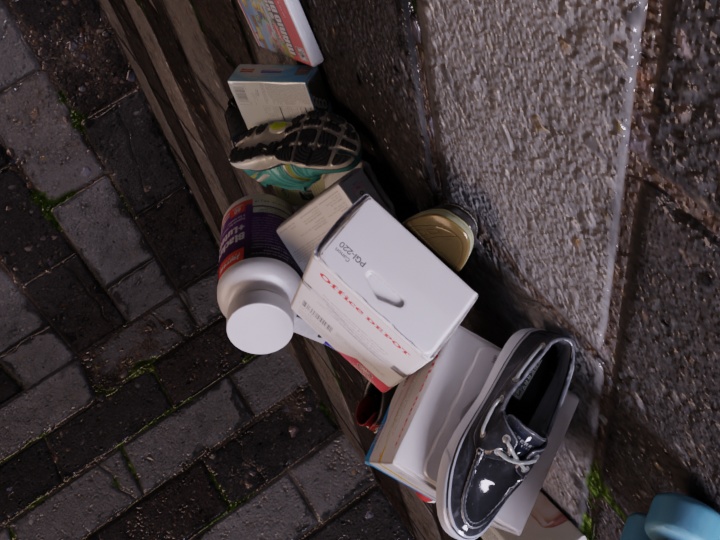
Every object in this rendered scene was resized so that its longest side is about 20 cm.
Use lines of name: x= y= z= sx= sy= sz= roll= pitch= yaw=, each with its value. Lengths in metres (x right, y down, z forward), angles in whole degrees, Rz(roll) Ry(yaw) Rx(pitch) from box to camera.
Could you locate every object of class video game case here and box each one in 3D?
video game case: x=-0.112 y=-0.319 z=1.010 sx=0.200 sy=0.017 sz=0.145 roll=40 pitch=159 yaw=58

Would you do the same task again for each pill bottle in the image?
pill bottle: x=-0.126 y=0.005 z=1.097 sx=0.202 sy=0.109 sz=0.113 roll=-97 pitch=-12 yaw=-49

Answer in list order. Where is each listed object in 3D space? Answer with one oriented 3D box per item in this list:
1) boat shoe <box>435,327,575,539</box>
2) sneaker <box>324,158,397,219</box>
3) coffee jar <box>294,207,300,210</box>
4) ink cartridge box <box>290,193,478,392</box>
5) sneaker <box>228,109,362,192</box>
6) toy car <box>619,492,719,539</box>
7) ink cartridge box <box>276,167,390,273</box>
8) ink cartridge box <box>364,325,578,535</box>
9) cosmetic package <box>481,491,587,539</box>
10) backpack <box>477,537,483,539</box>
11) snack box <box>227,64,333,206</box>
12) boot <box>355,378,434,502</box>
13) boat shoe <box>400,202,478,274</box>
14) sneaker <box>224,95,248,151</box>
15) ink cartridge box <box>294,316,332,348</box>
boat shoe: x=0.133 y=0.146 z=0.762 sx=0.071 sy=0.203 sz=0.068 roll=33 pitch=169 yaw=-17
sneaker: x=0.024 y=-0.040 z=1.038 sx=0.088 sy=0.075 sz=0.203 roll=3 pitch=124 yaw=61
coffee jar: x=-0.069 y=-0.030 z=1.390 sx=0.203 sy=0.085 sz=0.104 roll=60 pitch=157 yaw=-6
ink cartridge box: x=0.015 y=0.030 z=0.859 sx=0.145 sy=0.085 sz=0.200 roll=41 pitch=162 yaw=2
sneaker: x=-0.068 y=-0.135 z=1.024 sx=0.197 sy=0.079 sz=0.080 roll=4 pitch=150 yaw=43
toy car: x=0.288 y=0.315 z=0.686 sx=0.196 sy=0.187 sz=0.178 roll=24 pitch=158 yaw=13
ink cartridge box: x=0.000 y=0.000 z=1.018 sx=0.202 sy=0.057 sz=0.162 roll=54 pitch=144 yaw=-6
ink cartridge box: x=0.107 y=0.167 z=0.898 sx=0.142 sy=0.150 sz=0.200 roll=28 pitch=167 yaw=-1
cosmetic package: x=0.214 y=0.341 z=1.143 sx=0.200 sy=0.086 sz=0.105 roll=44 pitch=161 yaw=54
backpack: x=0.225 y=0.469 z=1.223 sx=0.153 sy=0.177 sz=0.200 roll=43 pitch=172 yaw=-18
snack box: x=-0.078 y=-0.162 z=1.081 sx=0.114 sy=0.037 sz=0.202 roll=8 pitch=139 yaw=28
boot: x=0.051 y=0.205 z=1.060 sx=0.072 sy=0.142 sz=0.205 roll=26 pitch=121 yaw=50
boat shoe: x=0.071 y=-0.030 z=0.850 sx=0.073 sy=0.065 sz=0.200 roll=40 pitch=160 yaw=-2
sneaker: x=-0.116 y=-0.162 z=1.194 sx=0.202 sy=0.111 sz=0.073 roll=55 pitch=169 yaw=15
ink cartridge box: x=-0.098 y=0.014 z=1.461 sx=0.199 sy=0.043 sz=0.202 roll=29 pitch=-137 yaw=-47
